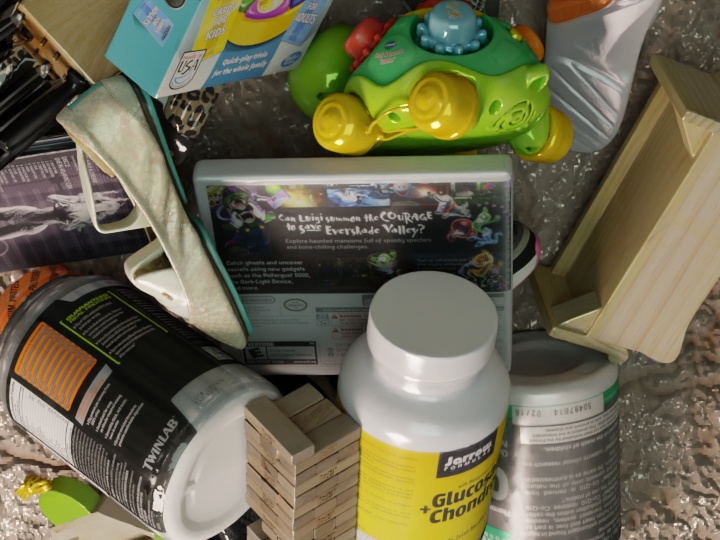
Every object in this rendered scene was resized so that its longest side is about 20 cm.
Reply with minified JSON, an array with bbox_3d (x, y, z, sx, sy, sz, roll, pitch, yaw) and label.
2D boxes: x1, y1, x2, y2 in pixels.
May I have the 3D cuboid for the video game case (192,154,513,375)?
[{"bbox_3d":[0.000,0.000,1.055,0.200,0.023,0.182,0,133,4],"label":"video game case"}]

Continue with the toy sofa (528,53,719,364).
[{"bbox_3d":[0.204,-0.037,1.093,0.098,0.083,0.200,16,121,-19],"label":"toy sofa"}]

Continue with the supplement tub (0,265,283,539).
[{"bbox_3d":[-0.156,0.083,1.069,0.200,0.123,0.123,32,110,30],"label":"supplement tub"}]

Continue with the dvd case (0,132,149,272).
[{"bbox_3d":[-0.227,-0.041,1.069,0.200,0.016,0.149,-8,153,-1],"label":"dvd case"}]

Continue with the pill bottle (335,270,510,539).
[{"bbox_3d":[0.039,0.101,1.052,0.112,0.112,0.200,1,131,-4],"label":"pill bottle"}]

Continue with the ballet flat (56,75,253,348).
[{"bbox_3d":[-0.130,-0.027,0.990,0.062,0.067,0.200,-28,117,-12],"label":"ballet flat"}]

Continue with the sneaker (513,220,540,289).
[{"bbox_3d":[0.024,-0.016,1.114,0.200,0.074,0.087,-9,116,4],"label":"sneaker"}]

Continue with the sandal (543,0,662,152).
[{"bbox_3d":[0.162,-0.178,1.080,0.079,0.059,0.207,16,130,7],"label":"sandal"}]

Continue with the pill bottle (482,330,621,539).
[{"bbox_3d":[0.132,0.155,1.161,0.113,0.113,0.200,-5,109,-2],"label":"pill bottle"}]

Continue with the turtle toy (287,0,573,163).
[{"bbox_3d":[0.035,-0.119,1.031,0.200,0.146,0.101,-5,81,38],"label":"turtle toy"}]

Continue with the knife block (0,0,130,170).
[{"bbox_3d":[-0.161,-0.141,0.992,0.200,0.064,0.176,4,85,-20],"label":"knife block"}]

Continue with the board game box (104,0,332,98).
[{"bbox_3d":[-0.051,-0.203,0.942,0.047,0.151,0.200,40,121,16],"label":"board game box"}]

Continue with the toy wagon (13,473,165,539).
[{"bbox_3d":[-0.165,0.210,1.163,0.155,0.040,0.200,-24,113,43],"label":"toy wagon"}]

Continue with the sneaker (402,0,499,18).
[{"bbox_3d":[0.044,-0.235,1.027,0.078,0.091,0.200,-21,111,0],"label":"sneaker"}]

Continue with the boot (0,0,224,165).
[{"bbox_3d":[-0.188,-0.106,1.070,0.151,0.073,0.200,30,97,-13],"label":"boot"}]

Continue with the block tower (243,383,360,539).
[{"bbox_3d":[-0.039,0.164,1.054,0.058,0.054,0.200,-28,139,-29],"label":"block tower"}]

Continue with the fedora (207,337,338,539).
[{"bbox_3d":[-0.071,0.146,1.154,0.200,0.092,0.201,-1,109,-3],"label":"fedora"}]
